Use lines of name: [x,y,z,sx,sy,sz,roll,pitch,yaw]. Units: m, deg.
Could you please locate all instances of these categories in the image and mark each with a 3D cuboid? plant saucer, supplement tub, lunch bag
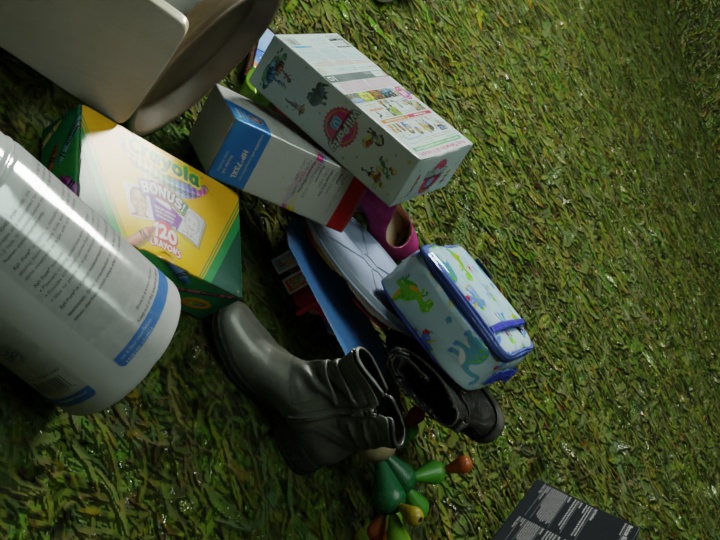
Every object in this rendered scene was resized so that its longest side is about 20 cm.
plant saucer: [-0.154,-0.207,1.060,0.029,0.200,0.200,46,32,-1]
supplement tub: [-0.243,0.003,0.824,0.200,0.131,0.132,47,35,-30]
lunch bag: [0.113,0.051,1.218,0.161,0.082,0.200,55,14,13]

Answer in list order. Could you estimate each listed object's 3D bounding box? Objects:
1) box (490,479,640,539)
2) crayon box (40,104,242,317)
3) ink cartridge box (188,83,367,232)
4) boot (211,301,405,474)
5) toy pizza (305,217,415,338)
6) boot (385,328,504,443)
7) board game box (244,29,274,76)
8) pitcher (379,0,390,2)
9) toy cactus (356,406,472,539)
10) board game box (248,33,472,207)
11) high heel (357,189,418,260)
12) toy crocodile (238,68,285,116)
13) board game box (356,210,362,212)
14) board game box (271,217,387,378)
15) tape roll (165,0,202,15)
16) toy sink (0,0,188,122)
box: [0.230,0.343,1.301,0.200,0.140,0.079,-27,134,-59]
crayon box: [-0.196,-0.049,1.007,0.200,0.058,0.120,29,46,-45]
ink cartridge box: [-0.068,-0.108,1.147,0.199,0.068,0.116,23,17,-27]
boot: [-0.044,0.096,1.066,0.201,0.130,0.068,58,30,-11]
toy pizza: [0.000,0.000,1.234,0.200,0.032,0.200,46,14,-15]
boot: [0.073,0.109,1.211,0.200,0.069,0.174,44,6,30]
board game box: [-0.056,-0.204,1.346,0.200,0.019,0.103,39,30,-26]
pitcher: [0.044,-0.520,1.689,0.171,0.121,0.201,-39,114,-44]
toy cactus: [0.038,0.201,1.144,0.166,0.102,0.201,60,31,-28]
board game box: [0.003,-0.162,1.155,0.200,0.064,0.147,41,27,13]
high heel: [0.049,-0.063,1.338,0.200,0.095,0.068,48,54,-49]
toy crocodile: [-0.048,-0.170,1.267,0.199,0.068,0.062,31,32,-22]
board game box: [-0.037,-0.117,1.341,0.199,0.030,0.096,-6,74,-56]
board game box: [-0.038,0.040,1.205,0.201,0.039,0.158,62,13,6]
tape roll: [-0.205,-0.320,1.103,0.203,0.071,0.202,56,4,-6]
toy sink: [-0.244,-0.250,0.959,0.199,0.130,0.112,33,39,-15]
